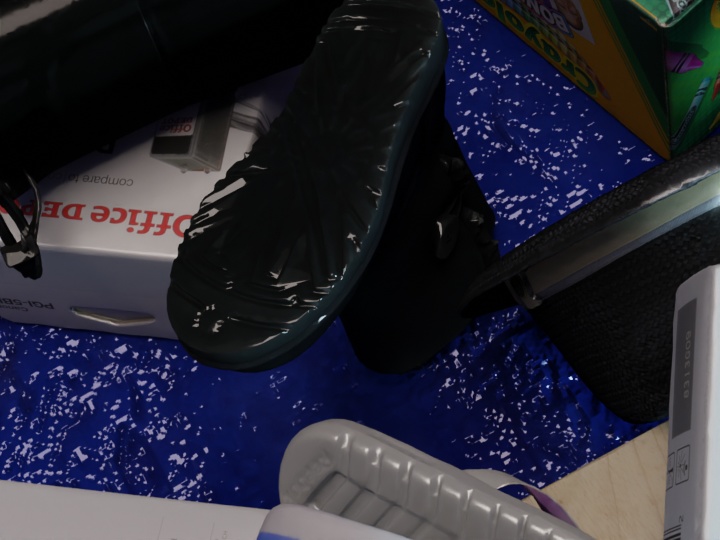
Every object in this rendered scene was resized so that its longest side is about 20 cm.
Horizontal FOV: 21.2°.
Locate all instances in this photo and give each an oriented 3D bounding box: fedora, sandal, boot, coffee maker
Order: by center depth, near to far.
[{"bbox_3d":[0.059,0.116,0.763,0.202,0.083,0.050,34,31,18],"label":"sandal"},{"bbox_3d":[0.139,0.006,0.823,0.200,0.201,0.092,-27,85,-4],"label":"fedora"},{"bbox_3d":[0.000,0.000,0.845,0.076,0.169,0.201,12,57,24],"label":"boot"},{"bbox_3d":[-0.093,-0.118,0.874,0.199,0.135,0.193,-23,85,-2],"label":"coffee maker"}]

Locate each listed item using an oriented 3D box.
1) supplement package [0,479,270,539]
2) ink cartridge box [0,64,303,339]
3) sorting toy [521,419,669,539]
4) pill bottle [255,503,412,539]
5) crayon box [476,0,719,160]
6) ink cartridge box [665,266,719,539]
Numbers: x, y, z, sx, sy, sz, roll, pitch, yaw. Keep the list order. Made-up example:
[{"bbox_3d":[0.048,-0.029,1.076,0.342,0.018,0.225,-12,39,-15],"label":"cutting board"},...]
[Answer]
[{"bbox_3d":[-0.130,0.165,0.817,0.198,0.121,0.121,5,65,13],"label":"supplement package"},{"bbox_3d":[-0.105,-0.076,0.959,0.146,0.083,0.201,5,63,13],"label":"ink cartridge box"},{"bbox_3d":[0.148,0.171,0.788,0.198,0.070,0.201,-28,60,-4],"label":"sorting toy"},{"bbox_3d":[-0.014,0.195,0.680,0.113,0.114,0.201,16,78,19],"label":"pill bottle"},{"bbox_3d":[0.101,-0.157,0.940,0.058,0.119,0.200,-40,62,-11],"label":"crayon box"},{"bbox_3d":[0.212,0.092,0.710,0.198,0.047,0.161,8,73,-9],"label":"ink cartridge box"}]
